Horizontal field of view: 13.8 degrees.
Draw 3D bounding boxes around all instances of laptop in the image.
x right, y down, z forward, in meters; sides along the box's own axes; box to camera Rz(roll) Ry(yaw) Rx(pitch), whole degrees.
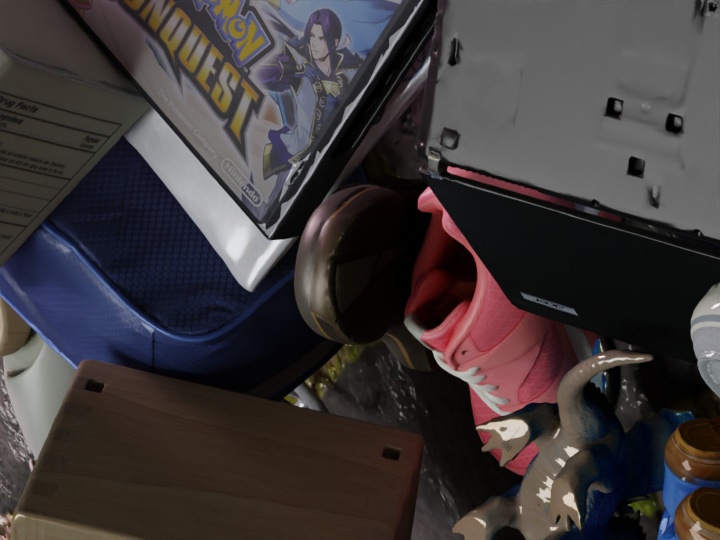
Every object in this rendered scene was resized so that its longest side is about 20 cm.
[{"bbox_3d":[0.120,-0.050,1.051,0.177,0.103,0.201,17,108,28],"label":"laptop"}]

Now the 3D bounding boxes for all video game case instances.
[{"bbox_3d":[-0.048,-0.146,1.208,0.200,0.025,0.181,49,123,23],"label":"video game case"}]

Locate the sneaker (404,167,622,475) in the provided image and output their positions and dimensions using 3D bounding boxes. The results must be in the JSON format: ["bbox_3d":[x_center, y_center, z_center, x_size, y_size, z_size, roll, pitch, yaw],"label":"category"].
[{"bbox_3d":[0.051,0.016,1.217,0.074,0.087,0.201,43,149,35],"label":"sneaker"}]

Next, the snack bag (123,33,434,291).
[{"bbox_3d":[-0.056,-0.122,1.251,0.200,0.021,0.189,51,125,15],"label":"snack bag"}]

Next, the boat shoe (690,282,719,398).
[{"bbox_3d":[0.183,0.086,1.009,0.201,0.072,0.070,40,162,5],"label":"boat shoe"}]

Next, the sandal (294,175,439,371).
[{"bbox_3d":[0.000,0.000,1.224,0.054,0.200,0.082,9,93,17],"label":"sandal"}]

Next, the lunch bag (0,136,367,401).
[{"bbox_3d":[-0.099,-0.022,1.374,0.200,0.136,0.133,44,154,21],"label":"lunch bag"}]

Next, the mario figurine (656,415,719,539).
[{"bbox_3d":[0.143,0.155,1.188,0.106,0.123,0.201,30,131,21],"label":"mario figurine"}]

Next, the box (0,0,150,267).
[{"bbox_3d":[-0.209,-0.047,1.256,0.109,0.200,0.128,49,-166,20],"label":"box"}]

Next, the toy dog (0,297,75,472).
[{"bbox_3d":[-0.142,0.078,1.595,0.096,0.132,0.201,-12,109,47],"label":"toy dog"}]

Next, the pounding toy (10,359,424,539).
[{"bbox_3d":[-0.075,0.143,1.335,0.183,0.142,0.201,12,131,7],"label":"pounding toy"}]

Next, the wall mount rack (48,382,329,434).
[{"bbox_3d":[-0.113,0.031,1.458,0.200,0.075,0.174,45,-167,29],"label":"wall mount rack"}]

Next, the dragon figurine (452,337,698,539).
[{"bbox_3d":[0.096,0.070,1.192,0.059,0.099,0.200,39,141,25],"label":"dragon figurine"}]
